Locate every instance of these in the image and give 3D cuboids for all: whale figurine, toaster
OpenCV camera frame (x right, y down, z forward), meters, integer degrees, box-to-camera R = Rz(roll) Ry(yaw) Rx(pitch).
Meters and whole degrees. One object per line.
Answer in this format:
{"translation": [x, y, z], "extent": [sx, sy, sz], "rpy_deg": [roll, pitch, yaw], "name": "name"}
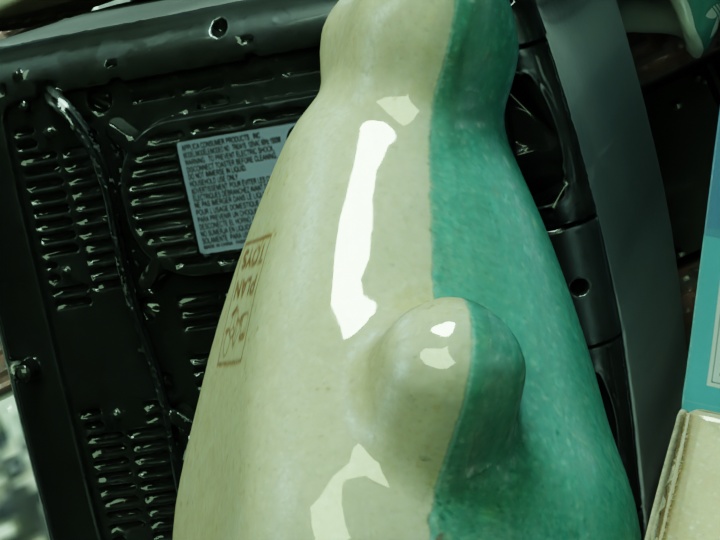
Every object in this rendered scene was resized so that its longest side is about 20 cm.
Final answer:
{"translation": [0.019, 0.026, 0.619], "extent": [0.103, 0.159, 0.201], "rpy_deg": [10, 82, -13], "name": "whale figurine"}
{"translation": [0.000, 0.000, 0.745], "extent": [0.199, 0.119, 0.182], "rpy_deg": [-9, 102, 19], "name": "toaster"}

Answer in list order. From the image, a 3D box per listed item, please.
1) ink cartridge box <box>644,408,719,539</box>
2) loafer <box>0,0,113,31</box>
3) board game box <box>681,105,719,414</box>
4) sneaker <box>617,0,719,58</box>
{"translation": [0.169, 0.107, 0.638], "extent": [0.164, 0.200, 0.075], "rpy_deg": [10, 76, 25], "name": "ink cartridge box"}
{"translation": [-0.075, -0.118, 0.805], "extent": [0.199, 0.076, 0.069], "rpy_deg": [-10, 96, 35], "name": "loafer"}
{"translation": [0.144, -0.049, 0.678], "extent": [0.047, 0.200, 0.152], "rpy_deg": [11, 102, 24], "name": "board game box"}
{"translation": [0.029, -0.105, 0.840], "extent": [0.199, 0.070, 0.094], "rpy_deg": [2, 66, 19], "name": "sneaker"}
